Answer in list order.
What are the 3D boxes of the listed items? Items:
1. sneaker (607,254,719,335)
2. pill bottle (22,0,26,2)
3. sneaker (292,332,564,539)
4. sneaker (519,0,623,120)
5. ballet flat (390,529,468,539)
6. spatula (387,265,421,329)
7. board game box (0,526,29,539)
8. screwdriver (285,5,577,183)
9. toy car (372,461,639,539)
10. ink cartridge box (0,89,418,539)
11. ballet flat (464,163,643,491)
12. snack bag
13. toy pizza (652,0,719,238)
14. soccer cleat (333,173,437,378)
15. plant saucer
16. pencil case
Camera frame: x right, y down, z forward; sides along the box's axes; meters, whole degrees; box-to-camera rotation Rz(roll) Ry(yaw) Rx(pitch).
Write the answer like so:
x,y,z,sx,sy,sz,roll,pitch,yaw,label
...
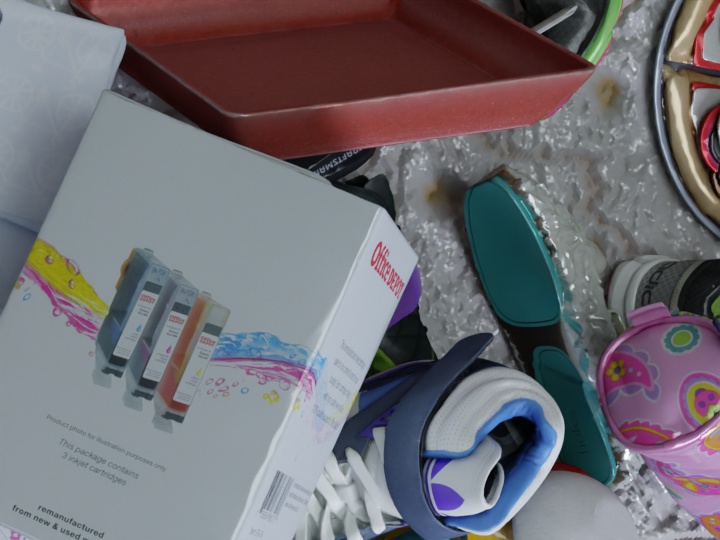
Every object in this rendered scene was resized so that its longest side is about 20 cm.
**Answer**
x,y,z,sx,sy,sz,roll,pitch,yaw,label
0.239,0.038,1.618,0.200,0.087,0.074,16,85,-27,sneaker
-0.259,-0.092,1.349,0.200,0.104,0.104,-27,104,-23,pill bottle
0.003,0.101,1.397,0.200,0.146,0.081,-25,103,-21,sneaker
0.102,-0.177,1.556,0.084,0.077,0.200,13,84,-9,sneaker
-0.017,0.192,1.460,0.200,0.073,0.073,-28,110,22,ballet flat
-0.050,0.041,1.440,0.200,0.021,0.057,-35,95,-20,spatula
-0.134,0.103,1.446,0.148,0.064,0.200,-42,111,-20,board game box
0.036,-0.086,1.483,0.200,0.028,0.029,-27,82,-20,screwdriver
0.095,0.178,1.531,0.200,0.175,0.150,57,33,-17,toy car
-0.081,0.043,1.321,0.145,0.145,0.200,24,84,10,ink cartridge box
0.112,0.025,1.571,0.072,0.072,0.200,-28,111,-23,ballet flat
-0.213,-0.038,1.318,0.188,0.021,0.200,15,97,-36,snack bag
0.256,-0.103,1.650,0.200,0.032,0.200,-2,94,-27,toy pizza
0.000,0.000,1.508,0.081,0.068,0.200,-44,108,-19,soccer cleat
-0.018,-0.102,1.428,0.199,0.200,0.037,-9,115,-26,plant saucer
0.192,0.087,1.550,0.088,0.087,0.200,-63,147,-10,pencil case
